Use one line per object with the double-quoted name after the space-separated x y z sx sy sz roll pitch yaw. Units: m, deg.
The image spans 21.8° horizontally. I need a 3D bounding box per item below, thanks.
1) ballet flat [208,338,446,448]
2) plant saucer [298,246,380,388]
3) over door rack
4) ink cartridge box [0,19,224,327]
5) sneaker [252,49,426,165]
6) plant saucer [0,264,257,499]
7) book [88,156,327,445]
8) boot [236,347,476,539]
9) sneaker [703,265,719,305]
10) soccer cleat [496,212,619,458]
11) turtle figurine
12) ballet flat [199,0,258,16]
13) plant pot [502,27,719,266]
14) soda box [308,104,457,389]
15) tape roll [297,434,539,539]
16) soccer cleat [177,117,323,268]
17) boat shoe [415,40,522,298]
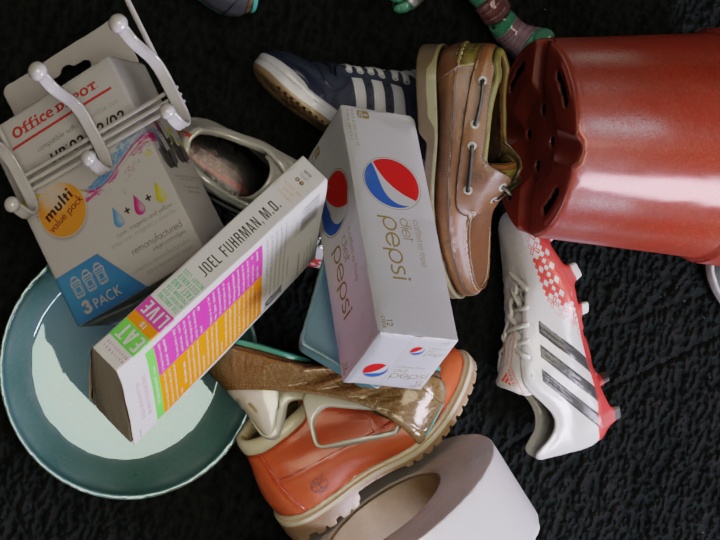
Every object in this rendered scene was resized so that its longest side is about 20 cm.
-0.036 0.094 1.383 0.198 0.068 0.073 8 83 8 "ballet flat"
0.000 0.000 1.386 0.070 0.019 0.201 31 45 -17 "plant saucer"
-0.221 -0.158 1.295 0.147 0.067 0.202 -27 78 15 "over door rack"
-0.190 -0.074 1.353 0.114 0.068 0.201 -29 82 15 "ink cartridge box"
0.018 -0.143 1.449 0.199 0.070 0.109 32 89 -21 "sneaker"
-0.177 0.072 1.426 0.198 0.036 0.202 -1 93 -16 "plant saucer"
-0.104 0.020 1.309 0.048 0.134 0.200 42 69 12 "book"
-0.002 0.108 1.444 0.199 0.075 0.108 -38 115 -11 "boot"
0.375 0.048 1.529 0.200 0.121 0.084 41 83 -13 "sneaker"
0.140 0.054 1.488 0.085 0.069 0.202 -24 103 -17 "soccer cleat"
0.080 -0.256 1.447 0.199 0.101 0.150 33 99 -29 "turtle figurine"
-0.095 -0.295 1.414 0.072 0.073 0.202 10 92 -15 "ballet flat"
0.218 -0.098 1.430 0.193 0.200 0.203 2 92 -20 "plant pot"
0.014 -0.018 1.342 0.063 0.068 0.202 7 53 -24 "soda box"
0.033 0.210 1.406 0.202 0.202 0.071 -36 102 -10 "tape roll"
-0.061 -0.055 1.425 0.199 0.085 0.069 31 85 -14 "soccer cleat"
0.085 -0.071 1.401 0.067 0.072 0.202 0 114 17 "boat shoe"
